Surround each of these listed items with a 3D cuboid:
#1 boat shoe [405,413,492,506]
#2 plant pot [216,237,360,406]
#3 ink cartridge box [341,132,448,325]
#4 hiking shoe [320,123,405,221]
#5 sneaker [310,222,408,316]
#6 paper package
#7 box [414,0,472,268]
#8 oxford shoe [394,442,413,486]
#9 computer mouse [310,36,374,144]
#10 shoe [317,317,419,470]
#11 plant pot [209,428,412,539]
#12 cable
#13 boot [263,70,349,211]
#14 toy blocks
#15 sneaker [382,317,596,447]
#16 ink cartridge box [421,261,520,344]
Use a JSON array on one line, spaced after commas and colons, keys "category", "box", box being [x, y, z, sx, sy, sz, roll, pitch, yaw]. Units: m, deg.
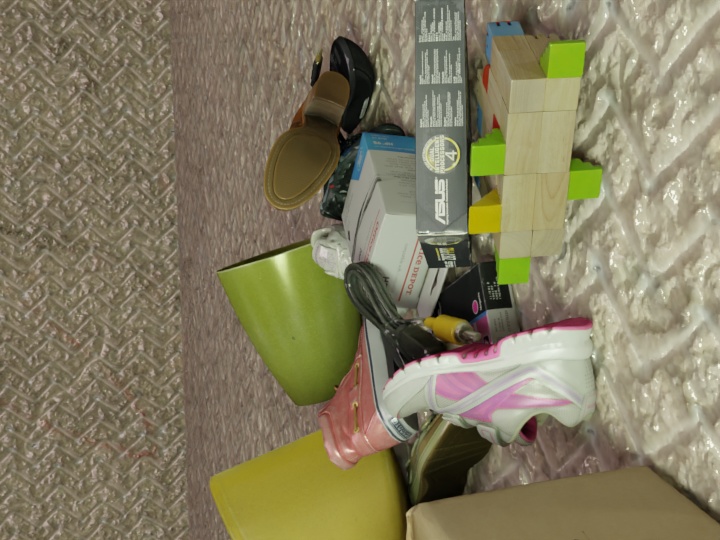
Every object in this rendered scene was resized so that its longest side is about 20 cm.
[{"category": "boat shoe", "box": [0.081, 0.175, 0.995, 0.202, 0.072, 0.064, 98, 155, -52]}, {"category": "plant pot", "box": [-0.072, 0.068, 1.317, 0.187, 0.185, 0.202, -4, 104, 72]}, {"category": "ink cartridge box", "box": [0.034, -0.043, 1.041, 0.201, 0.066, 0.117, -103, 23, -52]}, {"category": "hiking shoe", "box": [-0.003, -0.133, 1.186, 0.200, 0.074, 0.088, 138, 138, -59]}, {"category": "sneaker", "box": [0.000, 0.000, 1.161, 0.200, 0.098, 0.076, -131, 43, -59]}, {"category": "paper package", "box": [0.148, 0.215, 0.602, 0.200, 0.188, 0.105, -139, 46, -66]}, {"category": "box", "box": [0.074, -0.113, 0.873, 0.161, 0.048, 0.203, 59, -149, -80]}, {"category": "oxford shoe", "box": [0.014, 0.291, 1.179, 0.075, 0.057, 0.202, -120, 44, -66]}, {"category": "computer mouse", "box": [-0.021, -0.241, 1.261, 0.201, 0.045, 0.142, 100, 152, -58]}, {"category": "shoe", "box": [0.002, 0.117, 1.028, 0.072, 0.090, 0.201, 50, -163, -27]}, {"category": "plant pot", "box": [-0.022, 0.302, 1.027, 0.177, 0.198, 0.202, -119, 9, -60]}, {"category": "cable", "box": [0.051, 0.061, 0.948, 0.200, 0.050, 0.098, 40, 138, 51]}, {"category": "boot", "box": [-0.070, -0.121, 1.185, 0.201, 0.073, 0.155, -65, 4, -31]}, {"category": "toy blocks", "box": [0.125, -0.112, 0.786, 0.137, 0.099, 0.202, -97, 4, -53]}, {"category": "sneaker", "box": [0.102, 0.102, 0.803, 0.199, 0.081, 0.089, -19, 84, 38]}, {"category": "ink cartridge box", "box": [0.099, 0.066, 0.976, 0.200, 0.037, 0.096, 129, 134, -67]}]
